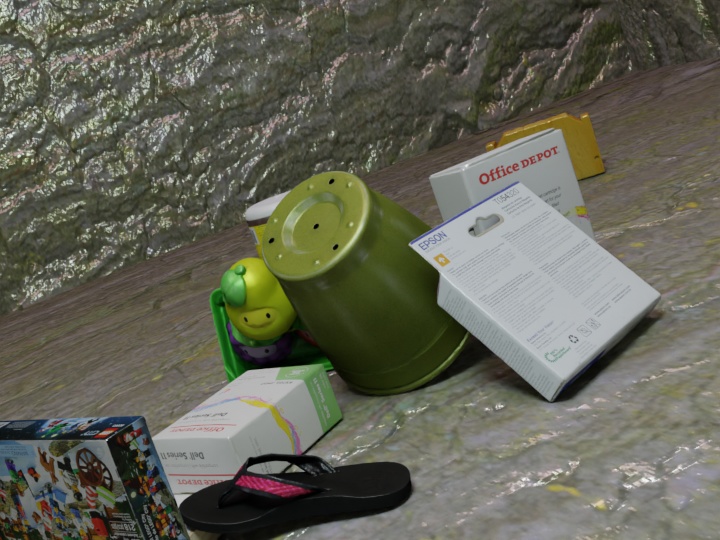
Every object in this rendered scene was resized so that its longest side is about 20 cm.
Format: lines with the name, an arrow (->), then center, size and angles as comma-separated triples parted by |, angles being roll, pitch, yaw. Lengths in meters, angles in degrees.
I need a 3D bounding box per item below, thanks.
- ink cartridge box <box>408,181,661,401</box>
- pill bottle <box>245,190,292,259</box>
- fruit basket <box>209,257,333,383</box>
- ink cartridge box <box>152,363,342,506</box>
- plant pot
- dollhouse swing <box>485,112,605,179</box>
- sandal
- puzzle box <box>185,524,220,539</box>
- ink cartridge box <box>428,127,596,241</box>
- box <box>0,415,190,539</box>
ink cartridge box -> 0.173, 0.012, 0.911 | 0.196, 0.200, 0.043 | -29, -29, -39
pill bottle -> -0.088, -0.012, 1.325 | 0.109, 0.201, 0.109 | -18, 12, 4
fruit basket -> -0.099, 0.059, 1.131 | 0.215, 0.156, 0.216 | -14, -2, -1
ink cartridge box -> -0.124, 0.168, 0.906 | 0.117, 0.068, 0.200 | -10, 15, 36
plant pot -> 0.000, 0.000, 0.962 | 0.200, 0.193, 0.201 | -18, 51, 23
dollhouse swing -> 0.365, -0.249, 1.799 | 0.199, 0.182, 0.176 | -16, 33, 17
sandal -> -0.058, 0.177, 0.764 | 0.199, 0.045, 0.075 | -10, 19, 8
puzzle box -> -0.213, 0.260, 0.739 | 0.133, 0.026, 0.200 | -14, 13, 26
ink cartridge box -> 0.185, -0.045, 1.047 | 0.144, 0.201, 0.084 | -24, 9, -23
box -> -0.217, 0.183, 0.695 | 0.199, 0.137, 0.038 | -9, 13, 39
